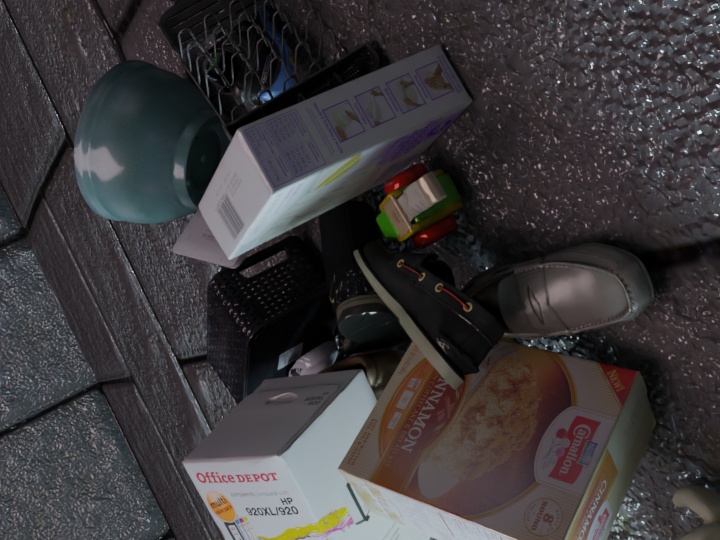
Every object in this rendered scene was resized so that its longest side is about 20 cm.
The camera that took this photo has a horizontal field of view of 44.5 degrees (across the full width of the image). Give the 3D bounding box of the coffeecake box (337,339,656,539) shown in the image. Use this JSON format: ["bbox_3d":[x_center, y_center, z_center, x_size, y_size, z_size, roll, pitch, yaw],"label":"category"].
[{"bbox_3d":[0.106,0.138,0.693,0.198,0.154,0.073,11,146,39],"label":"coffeecake box"}]

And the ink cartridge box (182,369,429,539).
[{"bbox_3d":[-0.048,0.224,0.879,0.146,0.145,0.202,-13,109,39],"label":"ink cartridge box"}]

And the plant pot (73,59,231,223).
[{"bbox_3d":[-0.235,-0.147,1.088,0.133,0.201,0.202,15,132,21],"label":"plant pot"}]

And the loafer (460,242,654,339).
[{"bbox_3d":[0.141,0.024,0.683,0.199,0.069,0.071,-17,99,63],"label":"loafer"}]

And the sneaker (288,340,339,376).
[{"bbox_3d":[-0.032,0.176,1.119,0.115,0.075,0.201,49,155,24],"label":"sneaker"}]

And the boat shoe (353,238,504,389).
[{"bbox_3d":[0.052,0.021,0.723,0.074,0.063,0.201,45,-178,-31],"label":"boat shoe"}]

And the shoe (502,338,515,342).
[{"bbox_3d":[0.127,0.117,0.806,0.201,0.053,0.070,59,152,7],"label":"shoe"}]

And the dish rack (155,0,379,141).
[{"bbox_3d":[-0.093,-0.208,0.809,0.201,0.152,0.055,55,168,17],"label":"dish rack"}]

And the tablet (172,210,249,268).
[{"bbox_3d":[-0.159,-0.067,1.077,0.014,0.131,0.199,41,164,-30],"label":"tablet"}]

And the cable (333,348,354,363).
[{"bbox_3d":[0.010,0.179,0.982,0.163,0.050,0.203,-30,66,55],"label":"cable"}]

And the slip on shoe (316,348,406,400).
[{"bbox_3d":[-0.024,0.135,0.951,0.199,0.060,0.077,-27,65,48],"label":"slip on shoe"}]

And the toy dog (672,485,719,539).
[{"bbox_3d":[0.252,0.282,0.650,0.201,0.138,0.195,99,149,-49],"label":"toy dog"}]

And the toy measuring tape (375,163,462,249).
[{"bbox_3d":[0.059,-0.061,0.729,0.074,0.073,0.200,61,169,2],"label":"toy measuring tape"}]

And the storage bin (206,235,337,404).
[{"bbox_3d":[-0.109,0.071,1.087,0.094,0.134,0.201,48,149,25],"label":"storage bin"}]

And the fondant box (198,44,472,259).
[{"bbox_3d":[-0.023,-0.095,0.722,0.059,0.199,0.144,58,152,5],"label":"fondant box"}]

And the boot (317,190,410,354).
[{"bbox_3d":[0.001,-0.001,0.911,0.204,0.072,0.156,70,-172,-74],"label":"boot"}]

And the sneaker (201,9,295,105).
[{"bbox_3d":[-0.128,-0.230,0.899,0.200,0.082,0.071,-122,23,-43],"label":"sneaker"}]
